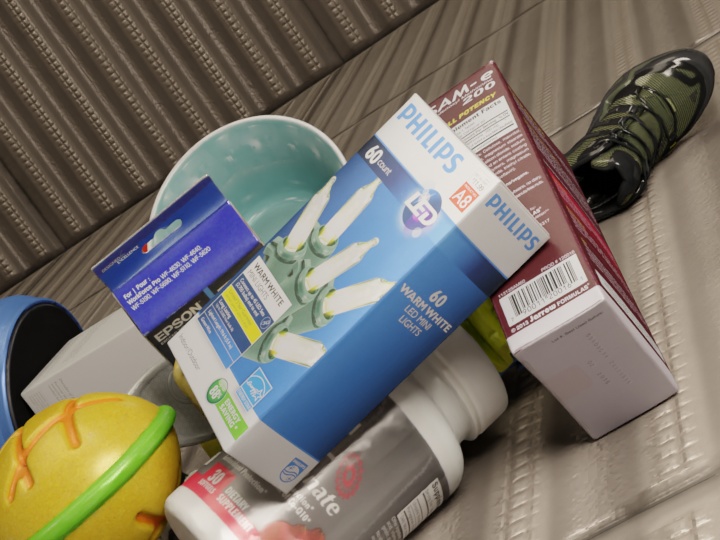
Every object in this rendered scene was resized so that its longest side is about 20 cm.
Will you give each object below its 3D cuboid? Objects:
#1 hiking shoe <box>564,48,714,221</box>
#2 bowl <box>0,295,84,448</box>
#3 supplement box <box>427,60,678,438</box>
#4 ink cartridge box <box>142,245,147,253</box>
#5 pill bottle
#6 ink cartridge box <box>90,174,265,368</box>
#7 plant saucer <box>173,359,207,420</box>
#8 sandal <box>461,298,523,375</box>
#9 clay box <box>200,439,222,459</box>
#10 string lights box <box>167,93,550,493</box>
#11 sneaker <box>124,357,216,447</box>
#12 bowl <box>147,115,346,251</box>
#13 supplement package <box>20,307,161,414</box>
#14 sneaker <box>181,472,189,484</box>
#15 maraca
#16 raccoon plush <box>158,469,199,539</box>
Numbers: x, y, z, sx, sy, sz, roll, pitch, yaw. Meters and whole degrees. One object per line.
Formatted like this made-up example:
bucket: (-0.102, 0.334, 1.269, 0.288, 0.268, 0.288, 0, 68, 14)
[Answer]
hiking shoe: (0.211, -0.090, 1.149, 0.200, 0.076, 0.101, -44, 21, 4)
bowl: (-0.315, 0.123, 1.443, 0.039, 0.203, 0.201, -10, 21, 18)
supplement box: (0.105, -0.015, 0.849, 0.061, 0.109, 0.201, -31, 45, 15)
ink cartridge box: (-0.138, -0.023, 1.569, 0.047, 0.161, 0.200, -28, 15, 31)
pill bottle: (-0.009, 0.115, 0.866, 0.200, 0.111, 0.111, -40, 14, -18)
ink cartridge box: (-0.089, 0.030, 0.981, 0.099, 0.200, 0.039, -39, 51, -3)
plant saucer: (-0.019, 0.043, 0.984, 0.199, 0.201, 0.049, -37, 53, -6)
sandal: (0.071, 0.060, 0.977, 0.199, 0.080, 0.087, -37, -16, 10)
clay box: (-0.047, 0.096, 1.171, 0.114, 0.048, 0.200, -27, 15, 34)
string lights box: (-0.004, 0.012, 0.799, 0.200, 0.059, 0.103, -45, 42, 6)
sneaker: (-0.122, 0.088, 1.118, 0.199, 0.071, 0.099, -31, 5, -43)
bowl: (-0.080, -0.024, 1.310, 0.200, 0.202, 0.105, -34, -30, 4)
supplement package: (-0.196, 0.095, 1.393, 0.199, 0.120, 0.121, -30, 13, 24)
sneaker: (-0.172, 0.149, 1.109, 0.075, 0.092, 0.200, -24, -16, -4)
maraca: (-0.184, 0.145, 0.901, 0.199, 0.107, 0.137, -36, 6, 37)
raccoon plush: (-0.157, 0.195, 1.028, 0.133, 0.097, 0.200, -31, 11, -19)
